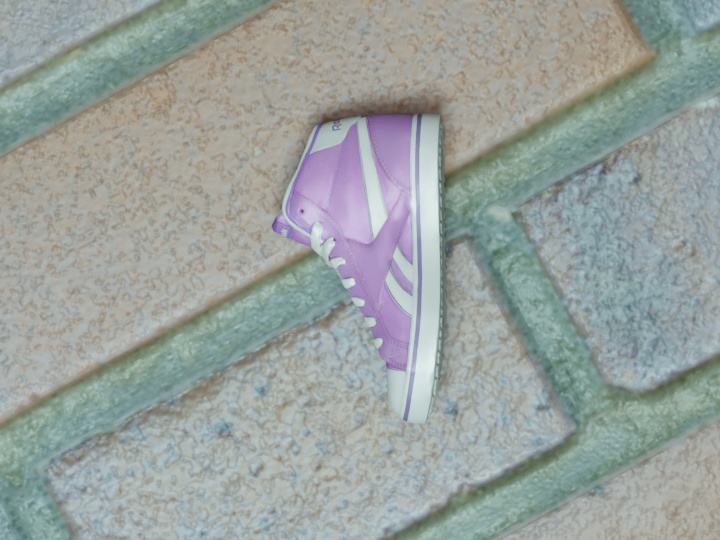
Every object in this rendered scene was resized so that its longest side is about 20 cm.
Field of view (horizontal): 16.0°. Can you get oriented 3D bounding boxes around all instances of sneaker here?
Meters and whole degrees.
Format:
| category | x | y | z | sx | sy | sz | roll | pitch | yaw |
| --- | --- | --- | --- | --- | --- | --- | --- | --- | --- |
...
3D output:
| category | x | y | z | sx | sy | sz | roll | pitch | yaw |
| --- | --- | --- | --- | --- | --- | --- | --- | --- | --- |
| sneaker | 0.000 | 0.000 | 1.674 | 0.113 | 0.073 | 0.202 | -2 | 84 | 3 |
